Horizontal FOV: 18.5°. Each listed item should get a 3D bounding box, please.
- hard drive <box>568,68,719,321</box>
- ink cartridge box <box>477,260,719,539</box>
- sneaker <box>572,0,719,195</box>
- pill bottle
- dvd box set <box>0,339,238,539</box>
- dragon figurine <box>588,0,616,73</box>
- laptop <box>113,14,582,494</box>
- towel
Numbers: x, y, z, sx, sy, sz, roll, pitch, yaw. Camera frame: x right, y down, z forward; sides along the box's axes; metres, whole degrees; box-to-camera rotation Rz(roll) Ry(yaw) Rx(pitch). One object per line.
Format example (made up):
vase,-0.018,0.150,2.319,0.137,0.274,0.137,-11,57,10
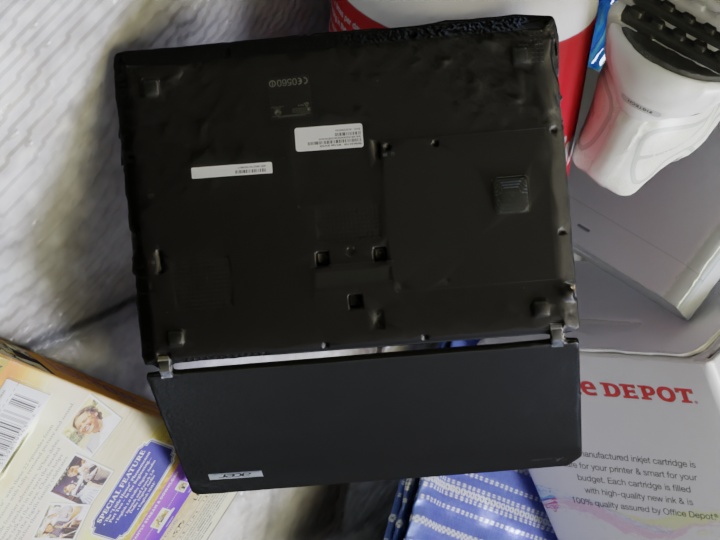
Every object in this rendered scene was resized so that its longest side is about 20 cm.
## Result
hard drive,0.166,-0.088,1.071,0.200,0.132,0.026,-53,143,-4
ink cartridge box,0.165,0.098,1.114,0.084,0.145,0.200,-43,121,-36
sneaker,0.146,-0.098,0.984,0.200,0.075,0.081,-40,158,-53
pill bottle,0.040,-0.087,0.939,0.112,0.112,0.200,-24,134,-37
dvd box set,-0.142,0.114,0.954,0.147,0.029,0.200,-58,146,2
dragon figurine,0.099,-0.108,1.038,0.099,0.059,0.200,-26,134,-35
laptop,0.000,0.000,0.922,0.103,0.177,0.201,-69,154,-83
towel,0.076,0.116,1.140,0.145,0.024,0.200,23,77,-41
